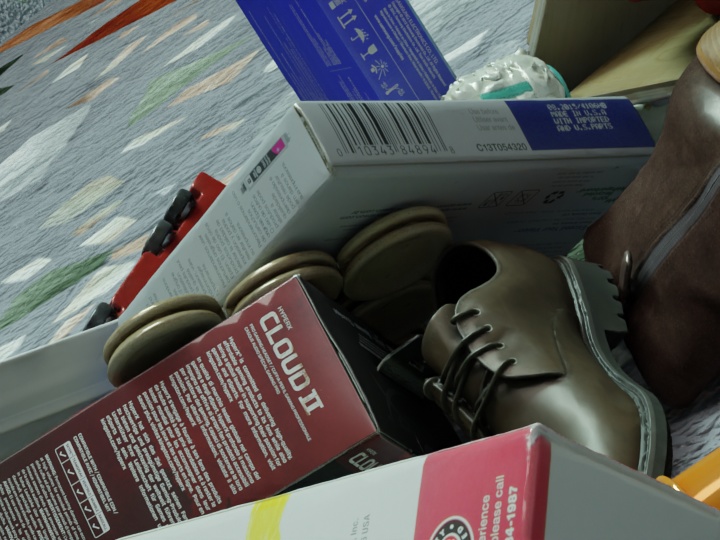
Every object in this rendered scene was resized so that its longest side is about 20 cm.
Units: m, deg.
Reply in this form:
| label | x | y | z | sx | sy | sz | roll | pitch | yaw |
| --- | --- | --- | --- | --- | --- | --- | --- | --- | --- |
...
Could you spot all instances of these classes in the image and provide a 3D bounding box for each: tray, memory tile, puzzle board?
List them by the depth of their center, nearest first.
| label | x | y | z | sx | sy | sz | roll | pitch | yaw |
| --- | --- | --- | --- | --- | --- | --- | --- | --- | --- |
| memory tile | -0.037 | 0.044 | 1.058 | 0.153 | 0.017 | 0.200 | -22 | -24 | -16 |
| tray | -0.119 | 0.068 | 1.093 | 0.199 | 0.022 | 0.108 | -20 | -34 | -36 |
| puzzle board | 0.192 | -0.119 | 1.097 | 0.151 | 0.017 | 0.200 | -40 | 17 | -26 |

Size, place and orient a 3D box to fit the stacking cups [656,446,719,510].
| label | x | y | z | sx | sy | sz | roll | pitch | yaw |
| --- | --- | --- | --- | --- | --- | --- | --- | --- | --- |
| stacking cups | 0.097 | 0.102 | 0.827 | 0.199 | 0.061 | 0.060 | -33 | 14 | -6 |

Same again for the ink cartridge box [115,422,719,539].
| label | x | y | z | sx | sy | sz | roll | pitch | yaw |
| --- | --- | --- | --- | --- | --- | --- | --- | --- | --- |
| ink cartridge box | 0.002 | 0.141 | 0.729 | 0.199 | 0.083 | 0.146 | -19 | 57 | 45 |

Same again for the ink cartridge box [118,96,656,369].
| label | x | y | z | sx | sy | sz | roll | pitch | yaw |
| --- | --- | --- | --- | --- | --- | --- | --- | --- | --- |
| ink cartridge box | 0.000 | 0.000 | 1.080 | 0.196 | 0.043 | 0.200 | -5 | -31 | -44 |

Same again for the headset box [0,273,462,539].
| label | x | y | z | sx | sy | sz | roll | pitch | yaw |
| --- | --- | --- | --- | --- | --- | --- | --- | --- | --- |
| headset box | -0.050 | 0.088 | 1.013 | 0.199 | 0.075 | 0.149 | -32 | -21 | 9 |

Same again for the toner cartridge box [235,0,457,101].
| label | x | y | z | sx | sy | sz | roll | pitch | yaw |
| --- | --- | --- | --- | --- | --- | --- | --- | --- | --- |
| toner cartridge box | 0.017 | -0.077 | 1.267 | 0.043 | 0.201 | 0.095 | -38 | 16 | -18 |

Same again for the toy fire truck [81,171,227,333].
| label | x | y | z | sx | sy | sz | roll | pitch | yaw |
| --- | --- | --- | --- | --- | --- | --- | --- | --- | --- |
| toy fire truck | -0.097 | 0.030 | 1.251 | 0.200 | 0.049 | 0.141 | -60 | -2 | -46 |

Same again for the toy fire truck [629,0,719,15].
| label | x | y | z | sx | sy | sz | roll | pitch | yaw |
| --- | --- | --- | --- | --- | --- | --- | --- | --- | --- |
| toy fire truck | 0.188 | -0.177 | 1.049 | 0.199 | 0.112 | 0.168 | -34 | 19 | 3 |

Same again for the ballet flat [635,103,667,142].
| label | x | y | z | sx | sy | sz | roll | pitch | yaw |
| --- | --- | --- | --- | --- | --- | --- | --- | --- | --- |
| ballet flat | 0.125 | -0.064 | 1.269 | 0.067 | 0.068 | 0.200 | -21 | 15 | -5 |

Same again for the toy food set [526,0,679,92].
| label | x | y | z | sx | sy | sz | roll | pitch | yaw |
| --- | --- | --- | --- | --- | --- | --- | --- | --- | --- |
| toy food set | 0.126 | -0.173 | 1.194 | 0.143 | 0.201 | 0.060 | -7 | 27 | -39 |

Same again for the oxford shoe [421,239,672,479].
| label | x | y | z | sx | sy | sz | roll | pitch | yaw |
| --- | --- | --- | --- | --- | --- | --- | --- | --- | --- |
| oxford shoe | 0.060 | 0.054 | 0.943 | 0.073 | 0.084 | 0.200 | -63 | 21 | 21 |

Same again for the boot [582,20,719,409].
| label | x | y | z | sx | sy | sz | roll | pitch | yaw |
| --- | --- | --- | --- | --- | --- | --- | --- | --- | --- |
| boot | 0.168 | -0.001 | 0.959 | 0.167 | 0.072 | 0.201 | -58 | 41 | 35 |

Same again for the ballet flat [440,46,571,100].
| label | x | y | z | sx | sy | sz | roll | pitch | yaw |
| --- | --- | --- | --- | --- | --- | --- | --- | --- | --- |
| ballet flat | 0.033 | -0.029 | 1.185 | 0.072 | 0.072 | 0.200 | -48 | -10 | -42 |
